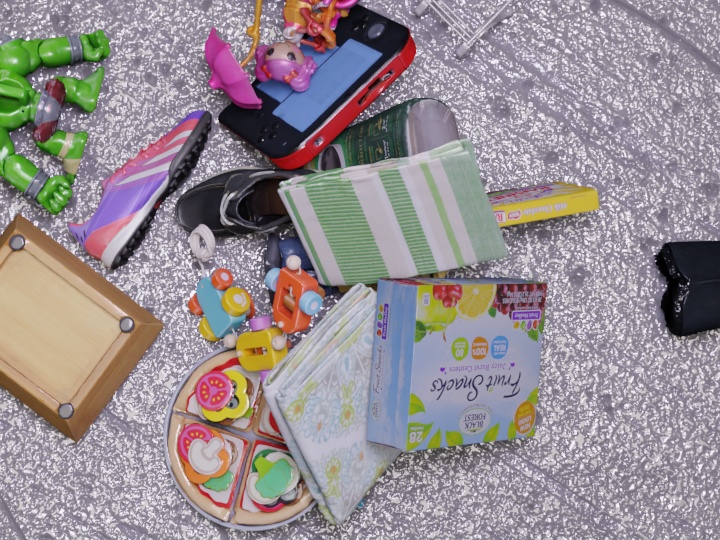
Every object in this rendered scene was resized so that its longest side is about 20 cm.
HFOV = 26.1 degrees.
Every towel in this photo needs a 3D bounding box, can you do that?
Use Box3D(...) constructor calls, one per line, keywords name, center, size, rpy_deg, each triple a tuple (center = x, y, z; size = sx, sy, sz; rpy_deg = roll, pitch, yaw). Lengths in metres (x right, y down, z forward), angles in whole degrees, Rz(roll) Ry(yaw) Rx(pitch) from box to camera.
Box3D(name="towel", center=(0.033, -0.052, 1.555), size=(0.198, 0.023, 0.153), rpy_deg=(-12, 130, 14))
Box3D(name="towel", center=(-0.011, 0.136, 1.601), size=(0.171, 0.048, 0.201), rpy_deg=(-46, 131, -28))

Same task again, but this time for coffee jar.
Box3D(name="coffee jar", center=(0.011, -0.111, 1.633), size=(0.085, 0.199, 0.105), rpy_deg=(-4, 85, -44))

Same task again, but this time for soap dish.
Box3D(name="soap dish", center=(-0.333, 0.060, 1.644), size=(0.199, 0.081, 0.158), rpy_deg=(37, 83, -1))

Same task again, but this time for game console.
Box3D(name="game console", center=(-0.047, -0.202, 1.655), size=(0.200, 0.177, 0.031), rpy_deg=(-44, 130, -7))

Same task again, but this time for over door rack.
Box3D(name="over door rack", center=(0.132, -0.354, 1.714), size=(0.148, 0.067, 0.200), rpy_deg=(45, 104, 1))

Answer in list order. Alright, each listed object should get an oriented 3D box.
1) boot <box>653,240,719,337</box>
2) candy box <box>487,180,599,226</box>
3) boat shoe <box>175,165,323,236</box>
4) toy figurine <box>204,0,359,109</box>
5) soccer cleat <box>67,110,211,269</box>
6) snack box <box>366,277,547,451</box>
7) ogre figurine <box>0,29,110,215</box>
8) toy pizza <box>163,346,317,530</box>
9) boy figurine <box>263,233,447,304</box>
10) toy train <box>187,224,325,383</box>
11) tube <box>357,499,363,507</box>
Box3D(name="boot", center=(0.417, 0.055, 1.698), size=(0.167, 0.076, 0.202), rpy_deg=(-10, 79, -9))
Box3D(name="candy box", center=(0.143, -0.066, 1.657), size=(0.198, 0.102, 0.027), rpy_deg=(-10, 104, -19))
Box3D(name="boat shoe", center=(-0.122, -0.073, 1.638), size=(0.199, 0.067, 0.072), rpy_deg=(-5, 97, 33))
Box3D(name="toy figurine", center=(-0.085, -0.258, 1.647), size=(0.198, 0.150, 0.186), rpy_deg=(15, 82, 11))
Box3D(name="soccer cleat", center=(-0.234, -0.100, 1.675), size=(0.073, 0.068, 0.201), rpy_deg=(34, 86, 4))
Box3D(name="snack box", center=(0.102, 0.093, 1.613), size=(0.199, 0.067, 0.170), rpy_deg=(1, 96, -42))
Box3D(name="ogre figurine", center=(-0.345, -0.173, 1.658), size=(0.119, 0.098, 0.202), rpy_deg=(16, 95, -14))
Box3D(name="toy pizza", center=(-0.116, 0.175, 1.651), size=(0.198, 0.032, 0.202), rpy_deg=(-1, 83, 9))
Box3D(name="boy figurine", center=(0.000, 0.000, 1.665), size=(0.198, 0.065, 0.125), rpy_deg=(1, 127, 6))
Box3D(name="toy train", center=(-0.103, 0.029, 1.623), size=(0.055, 0.199, 0.151), rpy_deg=(-11, 118, -40))
Box3D(name="tube", center=(-0.024, 0.151, 1.678), size=(0.077, 0.050, 0.202), rpy_deg=(6, 89, 10))
